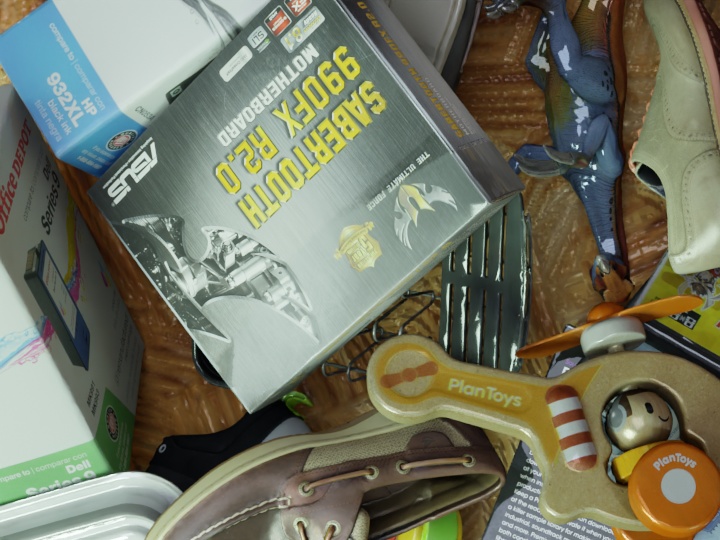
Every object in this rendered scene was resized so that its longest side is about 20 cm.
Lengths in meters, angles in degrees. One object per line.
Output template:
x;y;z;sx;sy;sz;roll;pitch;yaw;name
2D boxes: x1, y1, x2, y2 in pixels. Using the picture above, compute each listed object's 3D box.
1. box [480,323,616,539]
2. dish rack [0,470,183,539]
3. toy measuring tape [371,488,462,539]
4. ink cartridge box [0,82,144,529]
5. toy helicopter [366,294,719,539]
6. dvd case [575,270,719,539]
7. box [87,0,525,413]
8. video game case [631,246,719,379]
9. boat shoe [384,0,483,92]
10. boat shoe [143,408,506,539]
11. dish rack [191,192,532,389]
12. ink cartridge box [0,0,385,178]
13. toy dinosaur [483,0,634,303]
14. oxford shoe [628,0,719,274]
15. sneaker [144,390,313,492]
0.147;0.148;1.133;0.143;0.036;0.201;22;92;12;box
-0.151;0.214;1.128;0.171;0.044;0.200;-17;122;9;dish rack
0.039;0.170;1.110;0.074;0.074;0.200;-41;48;6;toy measuring tape
-0.198;0.020;1.112;0.087;0.145;0.200;-17;122;10;ink cartridge box
0.103;0.066;1.052;0.199;0.079;0.133;14;71;3;toy helicopter
0.209;0.097;1.092;0.200;0.018;0.143;39;80;15;dvd case
-0.034;-0.043;1.076;0.200;0.048;0.159;-41;81;31;box
0.274;0.005;1.096;0.200;0.026;0.181;30;74;12;video game case
0.025;-0.091;1.164;0.067;0.057;0.201;29;109;22;boat shoe
-0.016;0.131;1.065;0.199;0.072;0.072;-19;48;-17;boat shoe
0.000;0.000;1.126;0.199;0.055;0.154;10;109;29;dish rack
-0.087;-0.139;1.144;0.200;0.145;0.084;-35;75;7;ink cartridge box
0.134;-0.081;1.131;0.200;0.105;0.182;-34;100;-5;toy dinosaur
0.175;-0.086;1.099;0.075;0.070;0.200;-26;46;19;oxford shoe
-0.104;0.142;1.181;0.200;0.072;0.083;-32;56;7;sneaker
